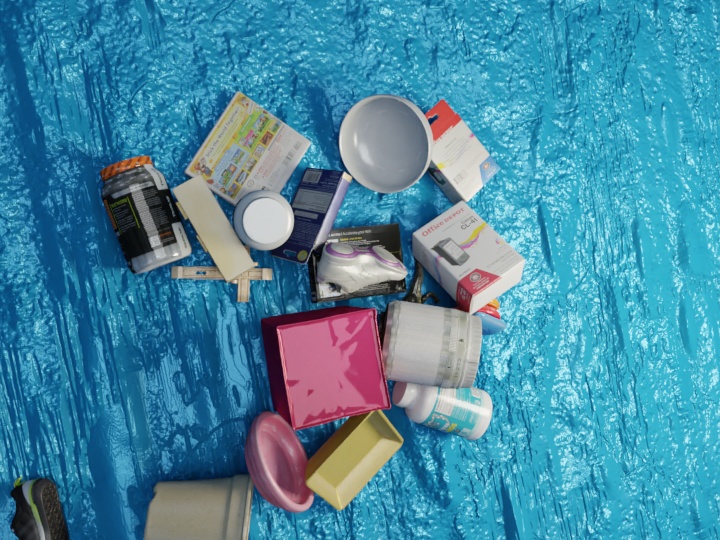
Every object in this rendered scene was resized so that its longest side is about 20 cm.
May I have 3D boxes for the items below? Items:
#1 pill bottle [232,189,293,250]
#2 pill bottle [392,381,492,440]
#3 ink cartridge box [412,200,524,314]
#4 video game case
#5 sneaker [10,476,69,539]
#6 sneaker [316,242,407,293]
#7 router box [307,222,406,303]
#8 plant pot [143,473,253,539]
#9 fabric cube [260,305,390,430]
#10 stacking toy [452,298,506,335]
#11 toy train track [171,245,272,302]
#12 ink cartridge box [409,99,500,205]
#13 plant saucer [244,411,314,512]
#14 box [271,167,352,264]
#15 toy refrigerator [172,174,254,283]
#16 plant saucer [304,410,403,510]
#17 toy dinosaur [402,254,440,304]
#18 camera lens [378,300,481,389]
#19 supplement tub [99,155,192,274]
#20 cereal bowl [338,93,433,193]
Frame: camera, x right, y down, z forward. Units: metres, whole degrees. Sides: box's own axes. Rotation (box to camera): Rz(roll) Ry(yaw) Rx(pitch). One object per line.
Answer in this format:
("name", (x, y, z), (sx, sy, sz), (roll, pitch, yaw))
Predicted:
("pill bottle", (-0.184, -0.096, 1.297), (0.110, 0.200, 0.112), (-1, 96, -11))
("pill bottle", (0.170, 0.282, 1.466), (0.199, 0.111, 0.111), (21, 83, -15))
("ink cartridge box", (0.223, -0.029, 1.447), (0.147, 0.086, 0.200), (-33, 62, -16))
("video game case", (-0.227, -0.230, 1.401), (0.182, 0.023, 0.201), (33, 81, -14))
("sneaker", (-0.594, 0.475, 1.265), (0.082, 0.072, 0.201), (-7, 90, 7))
("sneaker", (0.000, 0.000, 1.393), (0.199, 0.075, 0.100), (9, 120, -29))
("router box", (-0.009, -0.016, 1.446), (0.199, 0.051, 0.150), (-6, 89, -17))
("plant pot", (-0.301, 0.472, 1.290), (0.182, 0.200, 0.202), (6, 87, -6))
("fabric cube", (-0.073, 0.179, 1.348), (0.199, 0.199, 0.197), (-9, 91, -17))
("stacking toy", (0.256, 0.035, 1.512), (0.109, 0.116, 0.201), (22, 65, -36))
("toy train track", (-0.274, 0.005, 1.376), (0.199, 0.033, 0.115), (1, 89, -16))
("ink cartridge box", (0.194, -0.257, 1.504), (0.116, 0.067, 0.200), (-44, 101, -13))
("plant saucer", (-0.161, 0.374, 1.332), (0.051, 0.201, 0.201), (-28, 98, 12))
("box", (-0.101, -0.108, 1.387), (0.032, 0.121, 0.201), (31, 79, -44))
("toy refrigerator", (-0.284, -0.076, 1.325), (0.070, 0.076, 0.201), (-30, 94, -11))
("plant saucer", (-0.019, 0.372, 1.396), (0.200, 0.048, 0.200), (-45, 142, -11))
("toy dinosaur", (0.125, 0.073, 1.491), (0.088, 0.047, 0.201), (22, 80, -9))
("camera lens", (0.131, 0.150, 1.385), (0.199, 0.160, 0.161), (8, 86, 2))
("supplement tub", (-0.405, -0.104, 1.291), (0.122, 0.122, 0.201), (-21, 96, -16))
("cereal bowl", (0.060, -0.265, 1.427), (0.199, 0.083, 0.201), (7, 111, 20))
